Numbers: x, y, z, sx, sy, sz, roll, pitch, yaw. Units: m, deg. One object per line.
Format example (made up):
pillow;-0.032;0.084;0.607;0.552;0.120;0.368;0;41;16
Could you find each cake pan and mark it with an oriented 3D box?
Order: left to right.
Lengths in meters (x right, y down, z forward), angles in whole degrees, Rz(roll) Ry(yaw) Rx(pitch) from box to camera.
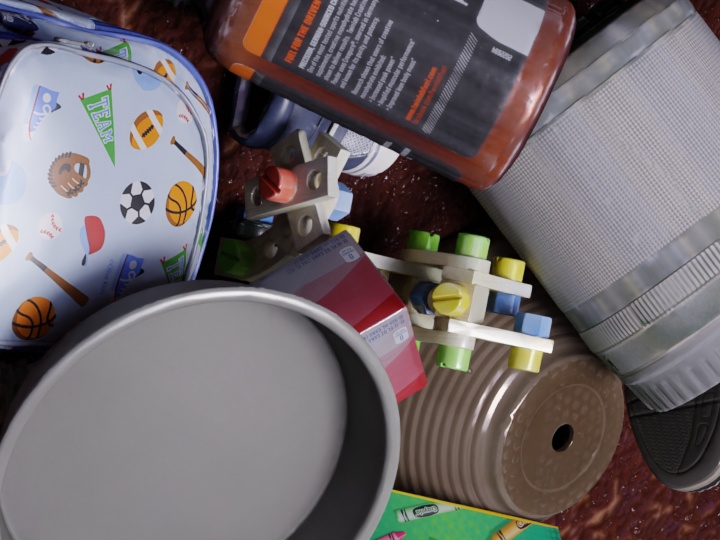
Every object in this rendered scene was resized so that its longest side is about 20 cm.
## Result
cake pan;-0.079;0.089;1.124;0.200;0.037;0.201;-11;121;-19

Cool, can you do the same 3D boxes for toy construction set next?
toy construction set;0.000;0.000;1.300;0.200;0.131;0.092;32;76;-41

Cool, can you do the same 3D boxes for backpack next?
backpack;-0.154;-0.043;1.144;0.190;0.154;0.201;4;105;-50

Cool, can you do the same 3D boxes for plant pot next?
plant pot;0.089;0.083;1.443;0.200;0.093;0.202;-19;121;-34

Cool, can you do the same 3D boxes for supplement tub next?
supplement tub;-0.003;-0.126;1.193;0.199;0.107;0.107;26;92;-6

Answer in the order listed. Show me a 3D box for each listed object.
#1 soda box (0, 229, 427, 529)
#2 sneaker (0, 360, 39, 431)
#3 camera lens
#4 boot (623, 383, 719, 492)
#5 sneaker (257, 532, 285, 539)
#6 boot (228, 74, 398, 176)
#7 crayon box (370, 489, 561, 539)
soda box;-0.070;0.066;1.197;0.200;0.063;0.070;-30;142;-11
sneaker;-0.191;0.063;1.201;0.200;0.080;0.071;-10;114;-39
camera lens;0.161;-0.044;1.357;0.160;0.160;0.200;-38;90;-22
boot;0.219;0.063;1.510;0.073;0.201;0.151;-22;144;22
sneaker;-0.048;0.098;1.269;0.099;0.200;0.078;-29;133;27
boot;-0.002;-0.150;1.274;0.090;0.073;0.201;9;98;-38
crayon box;0.011;0.177;1.391;0.200;0.119;0.058;16;53;-42
